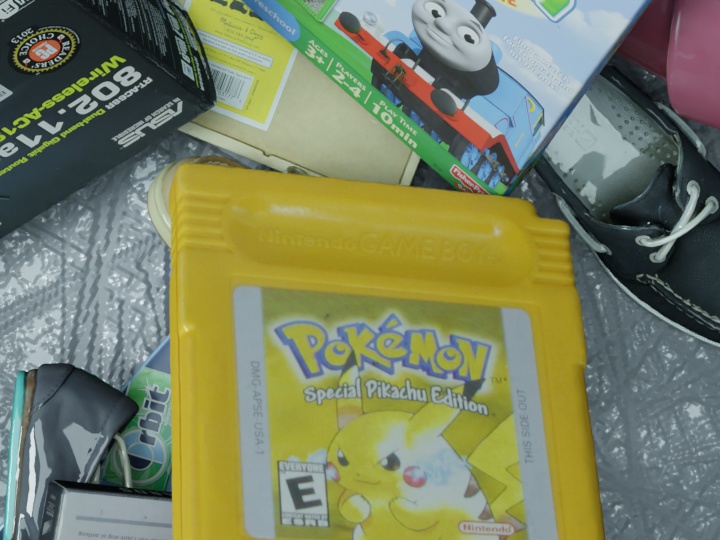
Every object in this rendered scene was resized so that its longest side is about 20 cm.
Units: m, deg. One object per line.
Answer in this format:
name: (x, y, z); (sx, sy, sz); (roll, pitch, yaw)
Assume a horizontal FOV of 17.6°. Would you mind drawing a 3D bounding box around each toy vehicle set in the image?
toy vehicle set: (-0.052, -0.118, 1.071); (0.200, 0.027, 0.124); (22, 93, 0)

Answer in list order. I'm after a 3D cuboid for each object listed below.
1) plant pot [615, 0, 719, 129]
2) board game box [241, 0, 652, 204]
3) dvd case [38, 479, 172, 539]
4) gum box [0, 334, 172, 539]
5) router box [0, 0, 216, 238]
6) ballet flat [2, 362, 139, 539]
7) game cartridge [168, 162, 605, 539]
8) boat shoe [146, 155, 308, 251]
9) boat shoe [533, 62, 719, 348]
plant pot: (0.132, -0.172, 0.993); (0.179, 0.200, 0.200); (21, 93, 17)
board game box: (0.037, -0.124, 0.956); (0.151, 0.200, 0.037); (41, 59, 5)
dvd case: (-0.081, 0.197, 1.013); (0.150, 0.025, 0.200); (9, 94, -27)
gum box: (-0.039, 0.125, 1.073); (0.200, 0.045, 0.170); (42, 94, 0)
router box: (-0.184, -0.072, 0.994); (0.200, 0.150, 0.062); (-30, 61, 16)
ballet flat: (-0.135, 0.142, 1.024); (0.073, 0.073, 0.200); (11, 90, 1)
game cartridge: (0.010, 0.051, 0.950); (0.176, 0.032, 0.200); (5, 59, -15)
boat shoe: (0.000, 0.000, 1.043); (0.200, 0.073, 0.063); (30, 130, -11)
boat shoe: (0.124, -0.036, 1.053); (0.200, 0.060, 0.076); (41, 94, 0)
